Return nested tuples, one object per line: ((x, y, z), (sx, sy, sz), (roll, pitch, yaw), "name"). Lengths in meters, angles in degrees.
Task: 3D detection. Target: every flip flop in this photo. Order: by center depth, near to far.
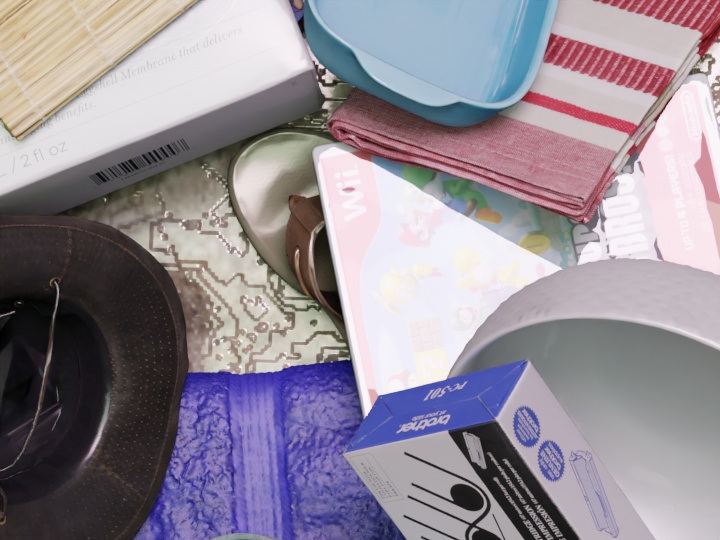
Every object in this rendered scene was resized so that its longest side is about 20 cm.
((0.000, 0.000, 1.285), (0.081, 0.058, 0.200), (-34, 62, 1), "flip flop")

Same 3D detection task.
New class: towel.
((0.094, -0.112, 1.264), (0.144, 0.023, 0.200), (20, 53, 25), "towel")
((-0.034, 0.121, 1.297), (0.200, 0.050, 0.148), (-5, 85, 1), "towel")

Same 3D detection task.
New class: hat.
((-0.180, 0.059, 1.233), (0.081, 0.201, 0.201), (9, 83, 45), "hat")

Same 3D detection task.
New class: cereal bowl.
((0.141, 0.069, 1.171), (0.200, 0.200, 0.083), (27, 47, 4), "cereal bowl")

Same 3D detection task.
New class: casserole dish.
((0.035, -0.144, 1.236), (0.121, 0.039, 0.200), (24, 48, -8), "casserole dish")

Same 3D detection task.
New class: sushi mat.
((-0.112, -0.156, 1.185), (0.200, 0.012, 0.096), (-38, 84, -2), "sushi mat")

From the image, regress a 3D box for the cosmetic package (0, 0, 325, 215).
((-0.147, -0.144, 1.253), (0.199, 0.123, 0.200), (-22, 84, -1), "cosmetic package")

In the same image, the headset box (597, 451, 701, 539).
((0.189, 0.105, 1.279), (0.149, 0.077, 0.200), (4, 86, 3), "headset box")

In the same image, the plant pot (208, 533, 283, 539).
((-0.008, 0.227, 1.209), (0.134, 0.200, 0.200), (7, 83, -39), "plant pot")

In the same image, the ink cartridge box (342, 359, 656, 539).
((0.087, 0.135, 1.169), (0.200, 0.094, 0.044), (53, 45, -22), "ink cartridge box")

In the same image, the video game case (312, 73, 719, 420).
((0.087, -0.010, 1.247), (0.200, 0.017, 0.143), (-11, 80, -1), "video game case")

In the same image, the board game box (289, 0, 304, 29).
((-0.111, -0.186, 1.334), (0.200, 0.034, 0.135), (38, 87, 4), "board game box")
